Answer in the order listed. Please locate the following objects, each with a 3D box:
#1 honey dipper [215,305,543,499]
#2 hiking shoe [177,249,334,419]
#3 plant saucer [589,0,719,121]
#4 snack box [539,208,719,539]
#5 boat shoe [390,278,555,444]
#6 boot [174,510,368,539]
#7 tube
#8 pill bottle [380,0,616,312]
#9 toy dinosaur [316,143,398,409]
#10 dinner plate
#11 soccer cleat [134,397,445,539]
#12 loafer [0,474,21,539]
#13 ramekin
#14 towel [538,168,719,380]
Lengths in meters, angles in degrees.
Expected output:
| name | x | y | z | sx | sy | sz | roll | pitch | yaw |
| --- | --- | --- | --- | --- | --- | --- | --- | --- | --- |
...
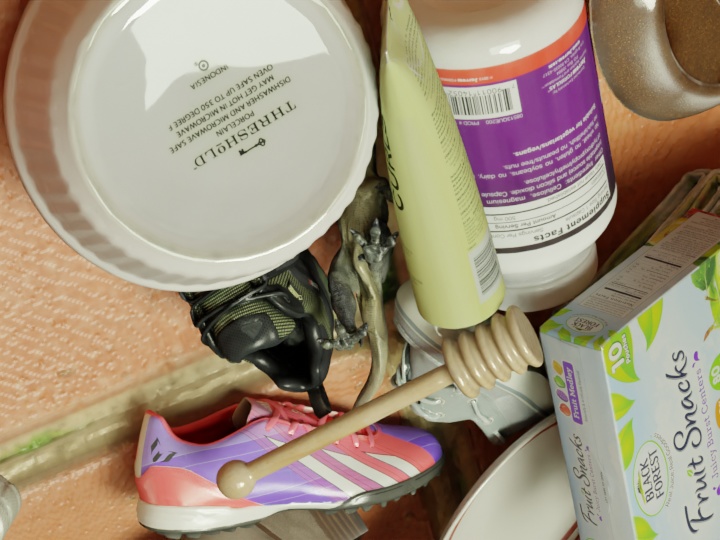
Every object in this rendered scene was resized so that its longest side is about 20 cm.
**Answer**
| name | x | y | z | sx | sy | sz | roll | pitch | yaw |
| --- | --- | --- | --- | --- | --- | --- | --- | --- | --- |
| honey dipper | 0.006 | 0.077 | 1.568 | 0.200 | 0.038 | 0.038 | -26 | 130 | 15 |
| hiking shoe | -0.070 | -0.003 | 1.558 | 0.076 | 0.101 | 0.200 | -35 | 129 | 13 |
| plant saucer | 0.203 | -0.176 | 1.570 | 0.200 | 0.032 | 0.201 | -26 | 126 | -40 |
| snack box | 0.180 | 0.086 | 1.637 | 0.142 | 0.053 | 0.201 | -35 | 127 | -32 |
| boat shoe | 0.059 | 0.062 | 1.655 | 0.071 | 0.070 | 0.201 | -42 | 151 | 8 |
| boot | -0.033 | 0.223 | 1.683 | 0.146 | 0.200 | 0.070 | -29 | 158 | -27 |
| tube | 0.034 | -0.059 | 1.496 | 0.052 | 0.058 | 0.200 | -35 | 133 | -23 |
| pill bottle | 0.081 | -0.078 | 1.577 | 0.112 | 0.113 | 0.200 | -22 | 128 | -10 |
| toy dinosaur | 0.000 | 0.000 | 1.579 | 0.047 | 0.088 | 0.201 | -1 | 105 | 3 |
| dinner plate | 0.105 | 0.151 | 1.758 | 0.200 | 0.024 | 0.201 | -32 | 146 | -26 |
| soccer cleat | -0.039 | 0.107 | 1.675 | 0.199 | 0.068 | 0.073 | -8 | 102 | -25 |
| loafer | -0.268 | 0.186 | 1.625 | 0.070 | 0.070 | 0.200 | 33 | 109 | -3 |
| ramekin | -0.082 | -0.086 | 1.463 | 0.202 | 0.094 | 0.203 | -2 | 96 | -14 |
| towel | 0.193 | 0.058 | 1.715 | 0.171 | 0.048 | 0.200 | -44 | 133 | -26 |
